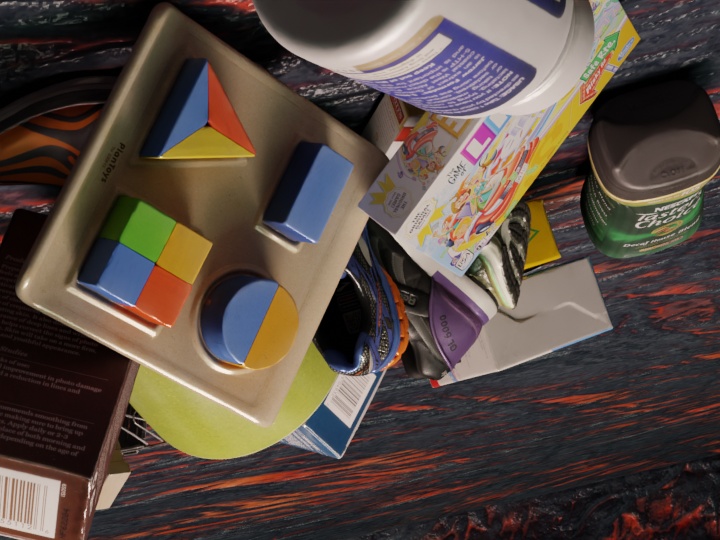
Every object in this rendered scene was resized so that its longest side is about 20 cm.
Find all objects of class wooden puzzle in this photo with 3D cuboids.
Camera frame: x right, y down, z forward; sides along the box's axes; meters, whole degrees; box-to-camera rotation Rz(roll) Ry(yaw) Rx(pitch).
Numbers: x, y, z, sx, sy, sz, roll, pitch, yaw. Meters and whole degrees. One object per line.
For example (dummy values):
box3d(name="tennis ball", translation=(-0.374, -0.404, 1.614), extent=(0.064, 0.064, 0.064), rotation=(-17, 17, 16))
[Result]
box3d(name="wooden puzzle", translation=(-0.076, -0.026, 0.857), extent=(0.200, 0.186, 0.046), rotation=(33, 166, -36))

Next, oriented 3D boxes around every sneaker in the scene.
box3d(name="sneaker", translation=(-0.135, -0.057, 0.907), extent=(0.199, 0.113, 0.078), rotation=(-13, 163, -9))
box3d(name="sneaker", translation=(0.070, -0.033, 1.117), extent=(0.088, 0.077, 0.200), rotation=(6, 157, 26))
box3d(name="sneaker", translation=(0.000, 0.000, 1.063), extent=(0.088, 0.200, 0.076), rotation=(-53, -173, -11))
box3d(name="sneaker", translation=(-0.027, -0.018, 1.000), extent=(0.075, 0.201, 0.078), rotation=(-26, -174, 18))

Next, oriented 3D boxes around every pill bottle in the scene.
box3d(name="pill bottle", translation=(0.043, -0.145, 0.782), extent=(0.119, 0.120, 0.200), rotation=(-25, 160, 27))

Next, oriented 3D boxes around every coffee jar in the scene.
box3d(name="coffee jar", translation=(0.235, -0.080, 1.212), extent=(0.104, 0.086, 0.200), rotation=(-16, 162, 2))

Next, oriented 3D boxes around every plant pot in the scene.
box3d(name="plant pot", translation=(-0.132, 0.014, 1.066), extent=(0.186, 0.188, 0.200), rotation=(-21, 148, 16))

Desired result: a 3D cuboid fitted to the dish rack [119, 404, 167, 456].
box3d(name="dish rack", translation=(-0.150, 0.070, 1.223), extent=(0.199, 0.154, 0.054), rotation=(-15, 147, 32))

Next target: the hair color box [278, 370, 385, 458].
box3d(name="hair color box", translation=(-0.080, 0.083, 1.249), extent=(0.199, 0.100, 0.061), rotation=(10, 153, 42))

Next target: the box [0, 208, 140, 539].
box3d(name="box", translation=(-0.184, 0.059, 0.875), extent=(0.099, 0.201, 0.075), rotation=(14, 132, -3))

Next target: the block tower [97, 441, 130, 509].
box3d(name="block tower", translation=(-0.227, 0.076, 1.093), extent=(0.058, 0.201, 0.054), rotation=(-5, 147, -32))

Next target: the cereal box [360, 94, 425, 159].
box3d(name="cereal box", translation=(0.066, -0.090, 1.106), extent=(0.143, 0.040, 0.200), rotation=(-10, 162, -20))

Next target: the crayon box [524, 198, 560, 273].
box3d(name="crayon box", translation=(0.046, 0.005, 1.276), extent=(0.172, 0.059, 0.200), rotation=(-14, 174, -24))

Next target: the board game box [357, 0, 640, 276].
box3d(name="board game box", translation=(0.092, -0.097, 0.943), extent=(0.200, 0.034, 0.134), rotation=(-54, 156, 4))

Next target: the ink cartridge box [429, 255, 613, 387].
box3d(name="ink cartridge box", translation=(0.121, 0.049, 1.304), extent=(0.116, 0.068, 0.200), rotation=(-18, 177, -18))
